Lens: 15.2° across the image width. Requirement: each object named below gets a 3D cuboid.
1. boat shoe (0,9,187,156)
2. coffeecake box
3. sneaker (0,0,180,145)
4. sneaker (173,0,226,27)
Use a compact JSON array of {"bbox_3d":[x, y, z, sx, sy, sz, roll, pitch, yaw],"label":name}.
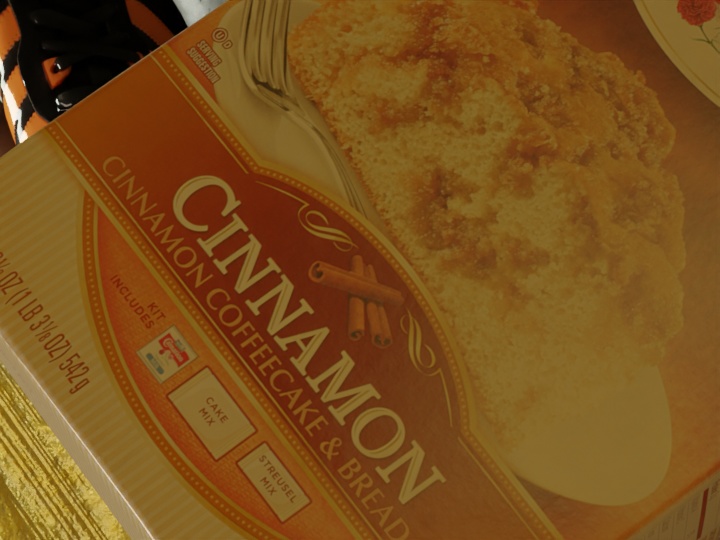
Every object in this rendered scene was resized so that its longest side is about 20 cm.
[{"bbox_3d":[-0.084,-0.079,0.949,0.070,0.200,0.070,36,128,9],"label":"boat shoe"},{"bbox_3d":[0.029,-0.001,0.609,0.154,0.200,0.073,51,169,18],"label":"coffeecake box"},{"bbox_3d":[-0.075,-0.049,0.823,0.090,0.070,0.200,170,88,-71],"label":"sneaker"},{"bbox_3d":[-0.007,-0.039,0.694,0.200,0.079,0.075,50,145,24],"label":"sneaker"}]
